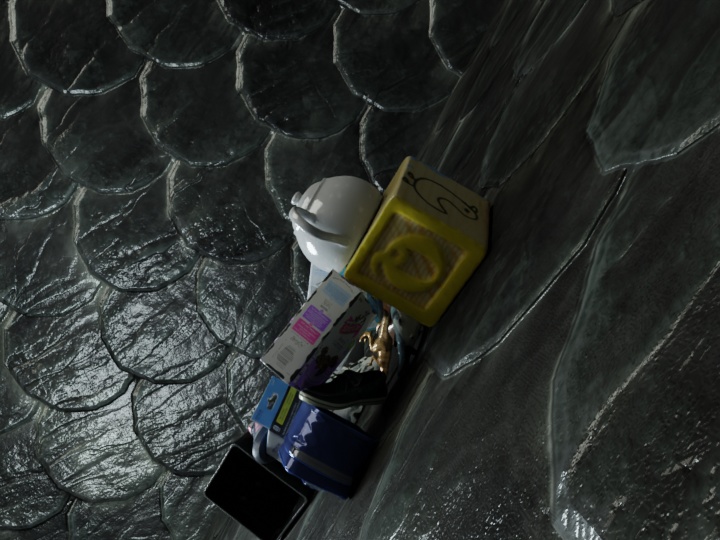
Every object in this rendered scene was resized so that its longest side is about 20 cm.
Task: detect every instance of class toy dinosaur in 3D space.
[{"bbox_3d":[0.045,0.134,1.381,0.106,0.060,0.201,-132,37,-56],"label":"toy dinosaur"}]

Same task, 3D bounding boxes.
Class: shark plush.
[{"bbox_3d":[0.090,0.117,1.353,0.083,0.090,0.201,124,147,-42],"label":"shark plush"}]

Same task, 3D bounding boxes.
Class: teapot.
[{"bbox_3d":[-0.061,-0.099,1.324,0.198,0.145,0.200,-64,6,-27],"label":"teapot"}]

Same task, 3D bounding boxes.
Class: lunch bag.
[{"bbox_3d":[-0.070,0.321,1.280,0.133,0.135,0.200,-61,6,-9],"label":"lunch bag"}]

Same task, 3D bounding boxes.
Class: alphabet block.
[{"bbox_3d":[0.107,-0.056,1.301,0.197,0.194,0.200,-60,6,30],"label":"alphabet block"}]

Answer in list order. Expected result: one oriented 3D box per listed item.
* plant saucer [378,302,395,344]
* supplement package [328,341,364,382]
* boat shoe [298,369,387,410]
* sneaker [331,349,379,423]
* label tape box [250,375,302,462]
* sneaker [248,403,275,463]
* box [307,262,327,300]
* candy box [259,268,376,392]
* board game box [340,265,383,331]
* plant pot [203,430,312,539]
[{"bbox_3d":[0.084,0.057,1.511,0.201,0.034,0.201,-52,22,32],"label":"plant saucer"},{"bbox_3d":[-0.068,0.213,1.672,0.200,0.109,0.115,-53,-30,-63],"label":"supplement package"},{"bbox_3d":[-0.027,0.209,1.278,0.074,0.199,0.063,15,99,47],"label":"boat shoe"},{"bbox_3d":[-0.012,0.225,1.531,0.201,0.088,0.074,-62,4,-29],"label":"sneaker"},{"bbox_3d":[-0.131,0.328,1.474,0.066,0.199,0.144,-53,8,30],"label":"label tape box"},{"bbox_3d":[-0.205,0.348,1.515,0.200,0.081,0.071,-57,-47,-72],"label":"sneaker"},{"bbox_3d":[-0.030,0.031,1.847,0.097,0.198,0.178,-76,-4,-67],"label":"box"},{"bbox_3d":[-0.068,0.117,1.272,0.200,0.071,0.168,-52,-20,-7],"label":"candy box"},{"bbox_3d":[0.000,0.000,1.480,0.151,0.047,0.201,57,-155,-51],"label":"board game box"},{"bbox_3d":[-0.202,0.455,1.620,0.200,0.199,0.177,-58,-5,32],"label":"plant pot"}]
